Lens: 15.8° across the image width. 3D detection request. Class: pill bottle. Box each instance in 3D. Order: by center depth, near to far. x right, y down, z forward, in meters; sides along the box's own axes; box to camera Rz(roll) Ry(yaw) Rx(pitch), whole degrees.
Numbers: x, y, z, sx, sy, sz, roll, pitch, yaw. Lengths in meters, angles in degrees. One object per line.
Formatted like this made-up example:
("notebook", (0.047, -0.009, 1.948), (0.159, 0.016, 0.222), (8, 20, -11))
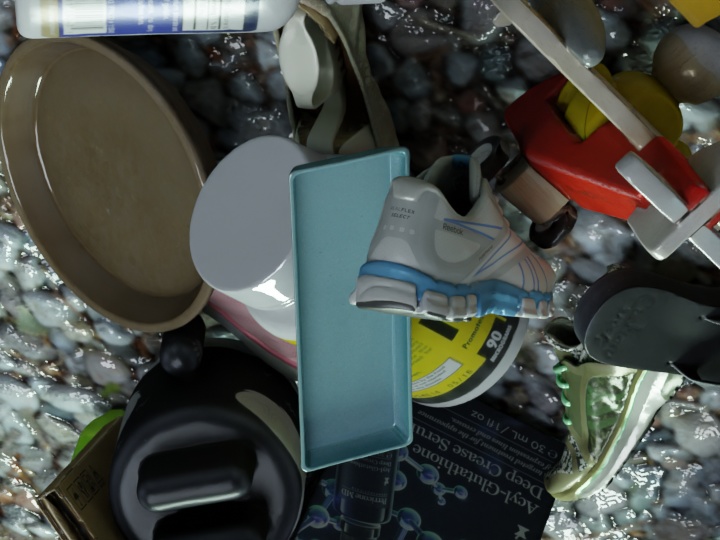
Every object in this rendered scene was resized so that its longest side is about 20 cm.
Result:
("pill bottle", (-0.087, -0.186, 1.393), (0.200, 0.120, 0.120), (-2, 137, -7))
("pill bottle", (0.000, 0.000, 1.524), (0.114, 0.114, 0.200), (-16, 151, 36))

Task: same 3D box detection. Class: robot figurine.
("robot figurine", (-0.097, 0.120, 1.645), (0.125, 0.200, 0.150), (27, 108, -8))

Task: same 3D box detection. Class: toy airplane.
("toy airplane", (0.159, -0.075, 1.407), (0.199, 0.141, 0.200), (34, 170, 18))

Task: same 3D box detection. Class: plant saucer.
("plant saucer", (-0.006, 0.021, 1.444), (0.070, 0.019, 0.200), (-13, 124, -17))
("plant saucer", (-0.151, -0.058, 1.599), (0.200, 0.029, 0.200), (25, 130, 34))

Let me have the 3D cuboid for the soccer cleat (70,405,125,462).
("soccer cleat", (-0.108, 0.148, 1.801), (0.200, 0.081, 0.068), (7, 136, 18))

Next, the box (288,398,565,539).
("box", (0.028, 0.179, 1.679), (0.148, 0.200, 0.107), (26, 142, -3))

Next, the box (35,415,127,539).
("box", (-0.132, 0.184, 1.673), (0.021, 0.200, 0.164), (-35, 94, 11))

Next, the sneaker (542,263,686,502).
("sneaker", (0.150, 0.063, 1.614), (0.089, 0.077, 0.200), (33, 131, 5))

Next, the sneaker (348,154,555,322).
("sneaker", (0.061, -0.019, 1.411), (0.075, 0.200, 0.087), (9, 93, 21))

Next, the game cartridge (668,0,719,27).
("game cartridge", (0.172, -0.235, 1.324), (0.200, 0.032, 0.176), (44, 135, -17))

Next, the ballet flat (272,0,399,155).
("ballet flat", (-0.023, -0.102, 1.522), (0.067, 0.062, 0.200), (4, 135, 22))

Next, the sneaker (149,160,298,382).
("sneaker", (-0.042, 0.002, 1.626), (0.200, 0.075, 0.105), (31, 143, 0))

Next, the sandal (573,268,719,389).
("sandal", (0.214, 0.043, 1.503), (0.200, 0.043, 0.076), (3, 125, -28))
